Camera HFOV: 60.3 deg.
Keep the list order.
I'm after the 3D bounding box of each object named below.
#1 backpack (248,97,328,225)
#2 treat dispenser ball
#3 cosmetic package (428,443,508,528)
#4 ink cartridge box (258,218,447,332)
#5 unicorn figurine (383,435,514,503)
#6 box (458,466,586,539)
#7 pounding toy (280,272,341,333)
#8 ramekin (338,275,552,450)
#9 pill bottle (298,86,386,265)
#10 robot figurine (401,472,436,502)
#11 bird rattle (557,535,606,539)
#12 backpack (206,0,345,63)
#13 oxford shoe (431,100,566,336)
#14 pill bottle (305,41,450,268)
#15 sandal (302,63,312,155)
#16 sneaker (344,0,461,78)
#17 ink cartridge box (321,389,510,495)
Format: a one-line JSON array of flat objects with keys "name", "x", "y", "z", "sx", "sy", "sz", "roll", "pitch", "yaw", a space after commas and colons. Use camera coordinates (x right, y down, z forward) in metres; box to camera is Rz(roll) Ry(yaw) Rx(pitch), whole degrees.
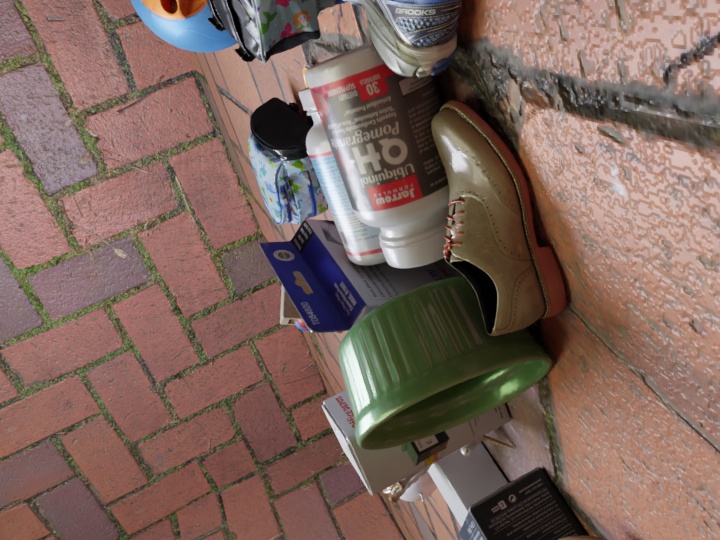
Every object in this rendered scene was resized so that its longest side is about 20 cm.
[{"name": "backpack", "x": -0.126, "y": -0.178, "z": 1.116, "sx": 0.163, "sy": 0.154, "sz": 0.200, "roll": 47, "pitch": 173, "yaw": 37}, {"name": "treat dispenser ball", "x": -0.231, "y": -0.417, "z": 0.883, "sx": 0.201, "sy": 0.200, "sz": 0.201, "roll": 60, "pitch": 167, "yaw": 23}, {"name": "cosmetic package", "x": 0.154, "y": 0.306, "z": 0.971, "sx": 0.200, "sy": 0.081, "sz": 0.113, "roll": 55, "pitch": 165, "yaw": 37}, {"name": "ink cartridge box", "x": 0.000, "y": 0.000, "z": 0.754, "sx": 0.200, "sy": 0.199, "sz": 0.041, "roll": 51, "pitch": 133, "yaw": 47}, {"name": "unicorn figurine", "x": 0.093, "y": 0.257, "z": 0.863, "sx": 0.074, "sy": 0.137, "sz": 0.200, "roll": 59, "pitch": 153, "yaw": 5}, {"name": "box", "x": 0.218, "y": 0.366, "z": 0.741, "sx": 0.200, "sy": 0.107, "sz": 0.149, "roll": 57, "pitch": 165, "yaw": 30}, {"name": "pounding toy", "x": -0.050, "y": 0.071, "z": 1.176, "sx": 0.184, "sy": 0.199, "sz": 0.143, "roll": 133, "pitch": 139, "yaw": -78}, {"name": "ramekin", "x": 0.074, "y": 0.090, "z": 0.609, "sx": 0.200, "sy": 0.199, "sz": 0.098, "roll": 89, "pitch": 160, "yaw": -63}, {"name": "pill bottle", "x": 0.005, "y": -0.116, "z": 0.690, "sx": 0.201, "sy": 0.108, "sz": 0.109, "roll": 69, "pitch": 168, "yaw": -19}, {"name": "robot figurine", "x": 0.099, "y": 0.409, "z": 1.336, "sx": 0.169, "sy": 0.113, "sz": 0.200, "roll": 18, "pitch": -148, "yaw": -49}, {"name": "bird rattle", "x": 0.220, "y": 0.342, "z": 0.591, "sx": 0.200, "sy": 0.112, "sz": 0.164, "roll": -24, "pitch": 60, "yaw": 43}, {"name": "backpack", "x": -0.104, "y": -0.338, "z": 0.614, "sx": 0.178, "sy": 0.150, "sz": 0.200, "roll": 54, "pitch": 172, "yaw": 32}, {"name": "oxford shoe", "x": 0.098, "y": -0.042, "z": 0.513, "sx": 0.201, "sy": 0.075, "sz": 0.070, "roll": 65, "pitch": 168, "yaw": 2}, {"name": "pill bottle", "x": 0.032, "y": -0.109, "z": 0.581, "sx": 0.201, "sy": 0.110, "sz": 0.111, "roll": 69, "pitch": 168, "yaw": -20}, {"name": "sandal", "x": -0.058, "y": -0.198, "z": 0.921, "sx": 0.208, "sy": 0.059, "sz": 0.079, "roll": 67, "pitch": 168, "yaw": -10}, {"name": "sneaker", "x": 0.018, "y": -0.251, "z": 0.487, "sx": 0.200, "sy": 0.077, "sz": 0.085, "roll": 53, "pitch": 155, "yaw": 18}, {"name": "ink cartridge box", "x": 0.066, "y": 0.183, "z": 0.805, "sx": 0.084, "sy": 0.199, "sz": 0.145, "roll": 68, "pitch": 168, "yaw": -12}]
